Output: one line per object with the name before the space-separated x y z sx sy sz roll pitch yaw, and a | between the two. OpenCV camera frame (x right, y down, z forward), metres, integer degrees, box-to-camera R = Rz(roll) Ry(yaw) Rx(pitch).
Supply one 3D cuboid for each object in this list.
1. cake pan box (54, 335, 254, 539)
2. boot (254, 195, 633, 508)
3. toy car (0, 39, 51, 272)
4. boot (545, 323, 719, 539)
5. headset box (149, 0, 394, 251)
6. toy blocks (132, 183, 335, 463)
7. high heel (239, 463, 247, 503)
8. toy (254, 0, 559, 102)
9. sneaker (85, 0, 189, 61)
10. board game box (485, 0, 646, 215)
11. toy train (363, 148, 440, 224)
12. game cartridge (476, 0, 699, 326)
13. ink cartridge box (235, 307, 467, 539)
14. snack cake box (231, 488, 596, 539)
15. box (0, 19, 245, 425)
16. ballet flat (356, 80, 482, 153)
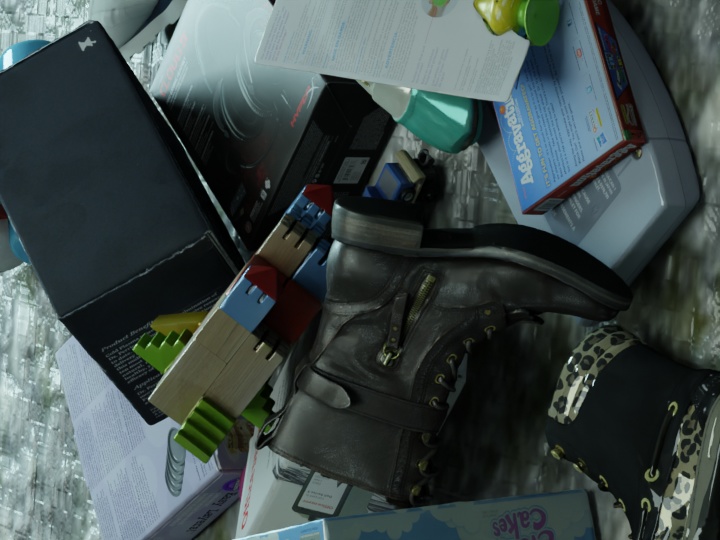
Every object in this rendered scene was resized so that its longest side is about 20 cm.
cake pan box | -0.155 0.101 1.982 0.184 0.052 0.201 -43 56 43
boot | 0.048 0.057 1.546 0.069 0.199 0.175 -47 -30 -74
toy car | -0.316 -0.059 2.128 0.200 0.176 0.185 119 148 -51
boot | 0.164 0.140 1.511 0.154 0.073 0.204 29 107 54
headset box | -0.063 -0.133 1.833 0.200 0.077 0.149 57 133 37
toy blocks | -0.059 0.022 1.635 0.137 0.100 0.200 -52 3 18
high heel | -0.053 0.224 1.823 0.096 0.067 0.201 -19 76 59
toy | 0.038 -0.161 1.603 0.199 0.047 0.116 11 77 41
sneaker | -0.170 -0.214 1.949 0.077 0.080 0.200 -61 13 -28
board game box | 0.109 -0.145 1.579 0.103 0.019 0.201 -35 61 47
toy train | 0.000 0.000 1.766 0.034 0.046 0.200 55 132 39
game cartridge | 0.131 -0.084 1.592 0.133 0.040 0.200 -57 46 42
ink cartridge box | -0.004 0.087 1.690 0.146 0.084 0.200 -83 16 -55
snack cake box | 0.032 0.178 1.583 0.115 0.199 0.068 -21 75 53
box | -0.165 -0.031 1.838 0.200 0.124 0.197 60 179 29
ballet flat | 0.021 -0.142 1.678 0.200 0.070 0.068 -109 31 -49
